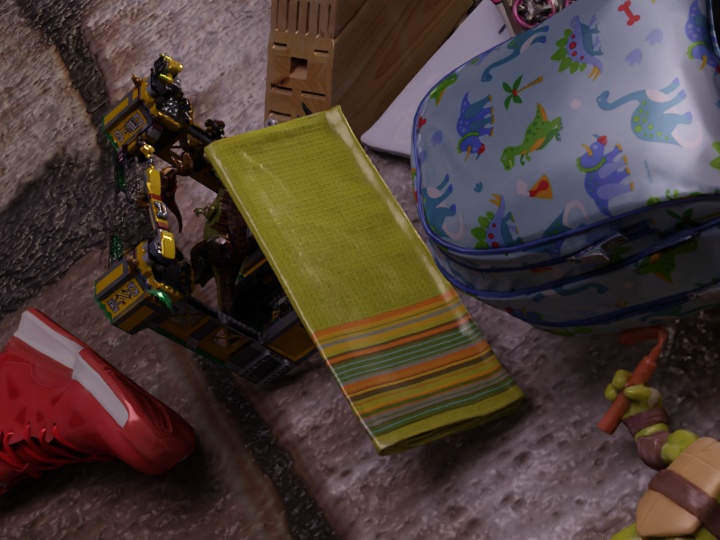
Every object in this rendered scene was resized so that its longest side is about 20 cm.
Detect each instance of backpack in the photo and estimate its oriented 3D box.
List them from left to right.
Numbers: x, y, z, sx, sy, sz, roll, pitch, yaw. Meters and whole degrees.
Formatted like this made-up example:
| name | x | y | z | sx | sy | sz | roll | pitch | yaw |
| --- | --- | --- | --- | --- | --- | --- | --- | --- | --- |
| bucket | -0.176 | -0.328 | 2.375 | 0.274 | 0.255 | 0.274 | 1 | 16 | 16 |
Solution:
| name | x | y | z | sx | sy | sz | roll | pitch | yaw |
| --- | --- | --- | --- | --- | --- | --- | --- | --- | --- |
| backpack | 0.120 | -0.051 | 0.738 | 0.200 | 0.154 | 0.163 | -31 | 56 | 48 |

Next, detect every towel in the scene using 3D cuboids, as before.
| name | x | y | z | sx | sy | sz | roll | pitch | yaw |
| --- | --- | --- | --- | --- | --- | --- | --- | --- | --- |
| towel | 0.000 | 0.000 | 0.840 | 0.086 | 0.018 | 0.200 | -17 | 61 | -28 |

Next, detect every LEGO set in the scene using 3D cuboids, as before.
| name | x | y | z | sx | sy | sz | roll | pitch | yaw |
| --- | --- | --- | --- | --- | --- | --- | --- | --- | --- |
| LEGO set | -0.060 | -0.041 | 0.910 | 0.116 | 0.154 | 0.200 | -37 | 32 | 29 |

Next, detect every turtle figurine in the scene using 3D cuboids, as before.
| name | x | y | z | sx | sy | sz | roll | pitch | yaw |
| --- | --- | --- | --- | --- | --- | --- | --- | --- | --- |
| turtle figurine | 0.132 | 0.102 | 0.701 | 0.161 | 0.064 | 0.200 | -46 | 28 | -5 |

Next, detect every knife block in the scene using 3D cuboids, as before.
| name | x | y | z | sx | sy | sz | roll | pitch | yaw |
| --- | --- | --- | --- | --- | --- | --- | --- | --- | --- |
| knife block | 0.027 | -0.170 | 1.065 | 0.176 | 0.200 | 0.064 | -7 | 16 | -42 |

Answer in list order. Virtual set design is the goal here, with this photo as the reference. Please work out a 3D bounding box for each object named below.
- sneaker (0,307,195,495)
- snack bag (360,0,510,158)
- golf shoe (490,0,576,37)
| name | x | y | z | sx | sy | sz | roll | pitch | yaw |
| --- | --- | --- | --- | --- | --- | --- | --- | --- | --- |
| sneaker | -0.173 | 0.102 | 0.933 | 0.116 | 0.078 | 0.200 | -53 | 29 | -7 |
| snack bag | 0.106 | -0.119 | 0.967 | 0.189 | 0.021 | 0.200 | -50 | 33 | -15 |
| golf shoe | 0.105 | -0.185 | 0.976 | 0.073 | 0.092 | 0.200 | -1 | 54 | -6 |
